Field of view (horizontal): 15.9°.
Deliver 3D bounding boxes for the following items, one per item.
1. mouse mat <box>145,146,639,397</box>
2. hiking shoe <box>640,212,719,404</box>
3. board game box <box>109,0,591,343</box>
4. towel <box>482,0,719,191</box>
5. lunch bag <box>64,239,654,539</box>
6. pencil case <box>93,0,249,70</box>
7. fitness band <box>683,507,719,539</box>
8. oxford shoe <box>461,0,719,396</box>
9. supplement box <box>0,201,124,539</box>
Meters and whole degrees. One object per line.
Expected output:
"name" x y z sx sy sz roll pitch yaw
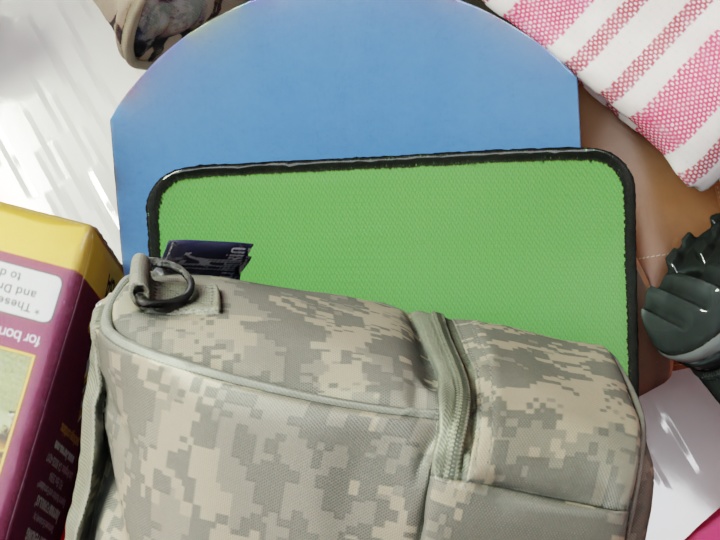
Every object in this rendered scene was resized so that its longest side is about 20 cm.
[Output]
"mouse mat" 0.014 0.059 0.858 0.161 0.008 0.200 -2 103 2
"hiking shoe" 0.173 -0.013 0.867 0.200 0.074 0.087 -45 104 -29
"board game box" 0.000 0.000 0.879 0.158 0.039 0.200 -2 102 9
"towel" 0.085 -0.137 0.819 0.200 0.030 0.146 41 110 -4
"lunch bag" -0.013 0.103 0.793 0.167 0.139 0.200 9 105 -7
"pencil case" -0.097 -0.174 0.909 0.078 0.089 0.200 -23 75 -36
"fitness band" 0.182 0.122 0.854 0.200 0.037 0.144 -33 82 -11
"oxford shoe" 0.079 -0.058 0.896 0.071 0.071 0.200 -22 86 -18
"supplement box" -0.166 0.073 0.854 0.131 0.103 0.200 15 79 6
